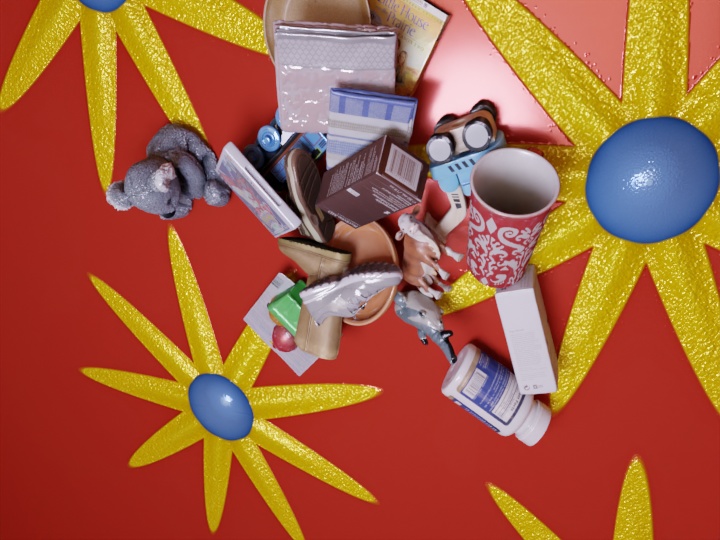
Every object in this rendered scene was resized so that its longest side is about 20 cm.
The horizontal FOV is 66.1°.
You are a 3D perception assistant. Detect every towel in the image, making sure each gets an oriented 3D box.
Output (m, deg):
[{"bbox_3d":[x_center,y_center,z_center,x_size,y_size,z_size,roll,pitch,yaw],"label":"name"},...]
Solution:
[{"bbox_3d":[-0.038,-0.295,0.877,0.192,0.033,0.194,3,144,0],"label":"towel"},{"bbox_3d":[0.014,-0.223,0.925,0.141,0.025,0.202,6,153,-2],"label":"towel"}]

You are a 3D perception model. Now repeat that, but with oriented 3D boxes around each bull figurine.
[{"bbox_3d":[0.115,-0.025,0.980,0.121,0.065,0.202,41,162,19],"label":"bull figurine"}]

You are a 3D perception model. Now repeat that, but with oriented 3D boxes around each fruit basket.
[{"bbox_3d":[-0.148,0.118,1.197,0.185,0.094,0.200,44,136,-1],"label":"fruit basket"}]

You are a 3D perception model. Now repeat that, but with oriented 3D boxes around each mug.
[{"bbox_3d":[0.250,-0.083,0.895,0.135,0.174,0.203,52,162,32],"label":"mug"}]

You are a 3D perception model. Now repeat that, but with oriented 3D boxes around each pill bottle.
[{"bbox_3d":[0.263,0.243,1.066,0.197,0.111,0.113,34,121,3],"label":"pill bottle"}]

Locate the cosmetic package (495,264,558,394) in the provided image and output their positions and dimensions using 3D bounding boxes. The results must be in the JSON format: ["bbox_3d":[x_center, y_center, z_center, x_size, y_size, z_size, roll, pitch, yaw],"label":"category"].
[{"bbox_3d":[0.302,0.106,0.997,0.072,0.102,0.206,-10,110,23],"label":"cosmetic package"}]

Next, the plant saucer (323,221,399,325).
[{"bbox_3d":[0.000,0.000,1.061,0.195,0.037,0.209,0,90,42],"label":"plant saucer"}]

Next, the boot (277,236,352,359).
[{"bbox_3d":[-0.104,0.049,1.074,0.170,0.065,0.208,17,102,28],"label":"boot"}]

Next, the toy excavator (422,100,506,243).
[{"bbox_3d":[0.167,-0.152,0.945,0.189,0.101,0.204,-14,116,27],"label":"toy excavator"}]

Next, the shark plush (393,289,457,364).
[{"bbox_3d":[0.128,0.099,1.037,0.199,0.089,0.086,39,131,38],"label":"shark plush"}]

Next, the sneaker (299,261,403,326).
[{"bbox_3d":[-0.010,0.042,0.992,0.194,0.075,0.085,-17,102,21],"label":"sneaker"}]

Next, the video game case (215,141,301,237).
[{"bbox_3d":[-0.197,-0.142,1.036,0.023,0.199,0.183,-44,102,-14],"label":"video game case"}]

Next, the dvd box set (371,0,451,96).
[{"bbox_3d":[0.044,-0.363,0.927,0.144,0.029,0.203,33,120,6],"label":"dvd box set"}]

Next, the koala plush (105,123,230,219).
[{"bbox_3d":[-0.386,-0.177,1.077,0.172,0.201,0.190,-10,109,24],"label":"koala plush"}]

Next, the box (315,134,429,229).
[{"bbox_3d":[0.015,-0.143,0.938,0.098,0.078,0.198,25,159,-27],"label":"box"}]

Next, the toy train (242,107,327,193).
[{"bbox_3d":[-0.135,-0.228,1.027,0.114,0.087,0.199,45,120,-10],"label":"toy train"}]

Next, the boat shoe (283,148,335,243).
[{"bbox_3d":[-0.110,-0.132,1.015,0.073,0.076,0.206,12,139,27],"label":"boat shoe"}]

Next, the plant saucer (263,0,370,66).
[{"bbox_3d":[-0.067,-0.395,0.899,0.193,0.035,0.208,9,113,21],"label":"plant saucer"}]
